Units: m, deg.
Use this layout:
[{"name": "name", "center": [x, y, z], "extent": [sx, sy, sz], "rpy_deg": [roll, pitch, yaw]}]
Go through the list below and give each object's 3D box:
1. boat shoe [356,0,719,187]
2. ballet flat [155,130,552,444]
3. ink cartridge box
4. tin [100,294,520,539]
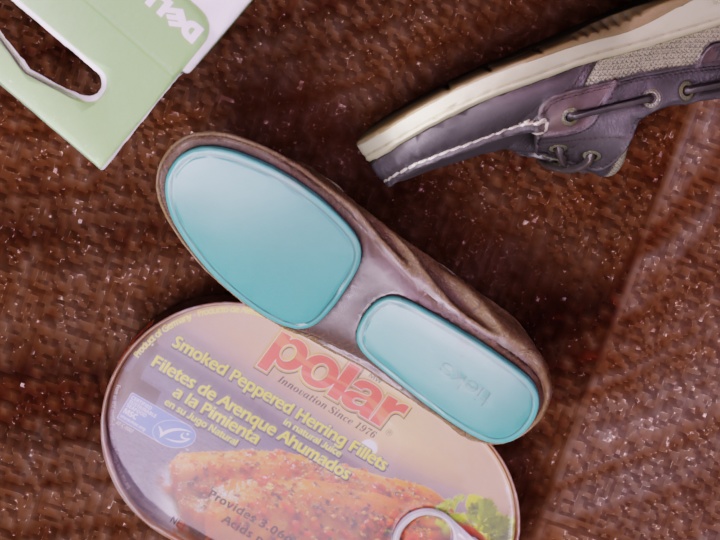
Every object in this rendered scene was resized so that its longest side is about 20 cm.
[{"name": "boat shoe", "center": [0.099, -0.072, 0.886], "extent": [0.199, 0.072, 0.066], "rpy_deg": [-23, 96, -6]}, {"name": "ballet flat", "center": [0.000, 0.000, 0.888], "extent": [0.199, 0.072, 0.068], "rpy_deg": [32, 113, -9]}, {"name": "ink cartridge box", "center": [-0.081, -0.153, 0.862], "extent": [0.104, 0.059, 0.200], "rpy_deg": [40, 94, -9]}, {"name": "tin", "center": [-0.022, 0.088, 0.919], "extent": [0.199, 0.042, 0.112], "rpy_deg": [31, 99, -9]}]
